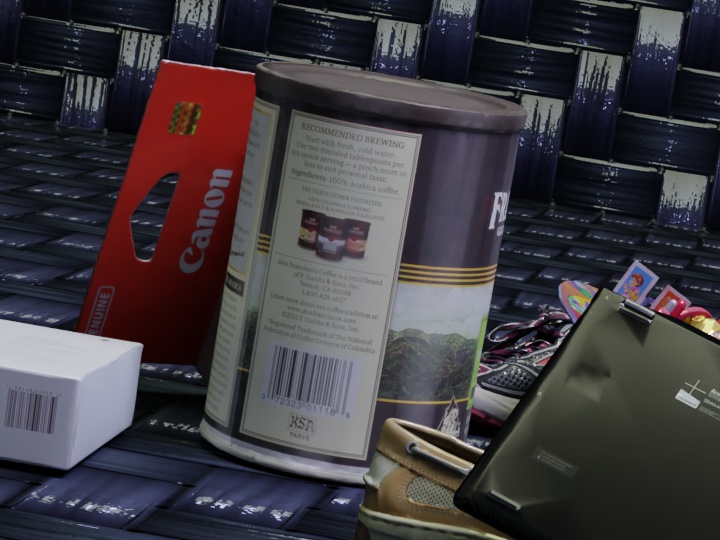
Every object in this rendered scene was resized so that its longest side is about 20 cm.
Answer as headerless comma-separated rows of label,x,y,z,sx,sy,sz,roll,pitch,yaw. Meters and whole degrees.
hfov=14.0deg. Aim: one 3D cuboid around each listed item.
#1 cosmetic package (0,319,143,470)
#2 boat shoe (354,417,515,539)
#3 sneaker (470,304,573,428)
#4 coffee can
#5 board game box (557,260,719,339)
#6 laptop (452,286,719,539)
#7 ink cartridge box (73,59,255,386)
cosmetic package,-0.224,0.052,1.490,0.199,0.052,0.151,9,8,7
boat shoe,0.097,0.108,1.310,0.199,0.077,0.072,10,5,9
sneaker,0.107,0.058,1.786,0.199,0.075,0.080,3,9,-40
coffee can,0.000,0.000,1.557,0.146,0.201,0.146,10,9,-1
board game box,0.201,0.057,1.652,0.200,0.039,0.158,36,13,-7
laptop,0.170,0.098,1.284,0.187,0.200,0.116,27,-30,19
ink cartridge box,-0.057,-0.017,1.666,0.173,0.201,0.044,4,29,-31
